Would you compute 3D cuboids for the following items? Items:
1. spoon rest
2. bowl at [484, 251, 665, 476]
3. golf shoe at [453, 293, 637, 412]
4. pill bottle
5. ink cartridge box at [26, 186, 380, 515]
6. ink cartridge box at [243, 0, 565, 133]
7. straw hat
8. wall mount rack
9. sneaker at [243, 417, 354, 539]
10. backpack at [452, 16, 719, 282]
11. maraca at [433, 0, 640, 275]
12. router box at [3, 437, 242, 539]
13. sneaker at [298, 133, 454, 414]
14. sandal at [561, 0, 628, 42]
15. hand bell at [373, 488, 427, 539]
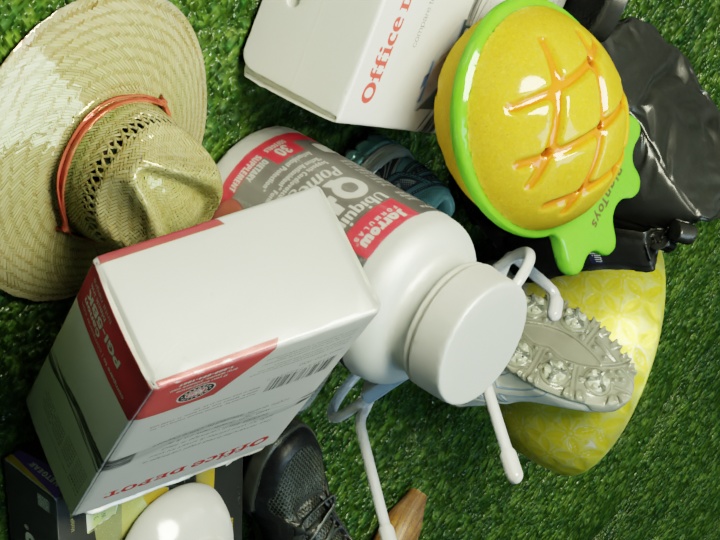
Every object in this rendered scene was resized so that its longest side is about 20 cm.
[{"bbox_3d":[-0.124,0.231,1.312,0.099,0.060,0.201,-16,116,-49],"label":"spoon rest"},{"bbox_3d":[0.136,0.045,1.540,0.107,0.200,0.201,17,106,-15],"label":"bowl"},{"bbox_3d":[0.099,0.063,1.457,0.098,0.199,0.079,97,17,-50],"label":"golf shoe"},{"bbox_3d":[0.000,0.000,1.238,0.111,0.199,0.111,-35,141,-34],"label":"pill bottle"},{"bbox_3d":[-0.095,0.049,1.155,0.146,0.083,0.200,-19,162,-29],"label":"ink cartridge box"},{"bbox_3d":[0.037,-0.165,1.261,0.200,0.086,0.147,-2,118,-56],"label":"ink cartridge box"},{"bbox_3d":[-0.123,-0.050,1.130,0.201,0.085,0.202,-35,142,-33],"label":"straw hat"},{"bbox_3d":[0.056,0.079,1.299,0.200,0.074,0.174,-38,-163,38],"label":"wall mount rack"},{"bbox_3d":[-0.026,0.195,1.458,0.076,0.114,0.200,-36,141,-35],"label":"sneaker"},{"bbox_3d":[0.161,-0.073,1.422,0.126,0.168,0.200,-26,177,-36],"label":"backpack"},{"bbox_3d":[0.116,-0.081,1.244,0.200,0.107,0.138,42,70,-44],"label":"maraca"},{"bbox_3d":[-0.148,0.166,1.315,0.157,0.052,0.201,-33,141,-35],"label":"router box"},{"bbox_3d":[-0.005,0.014,1.353,0.077,0.086,0.201,7,111,-57],"label":"sneaker"},{"bbox_3d":[0.157,-0.190,1.337,0.045,0.200,0.075,19,109,-14],"label":"sandal"},{"bbox_3d":[0.003,0.262,1.603,0.201,0.104,0.104,-60,151,-20],"label":"hand bell"}]
